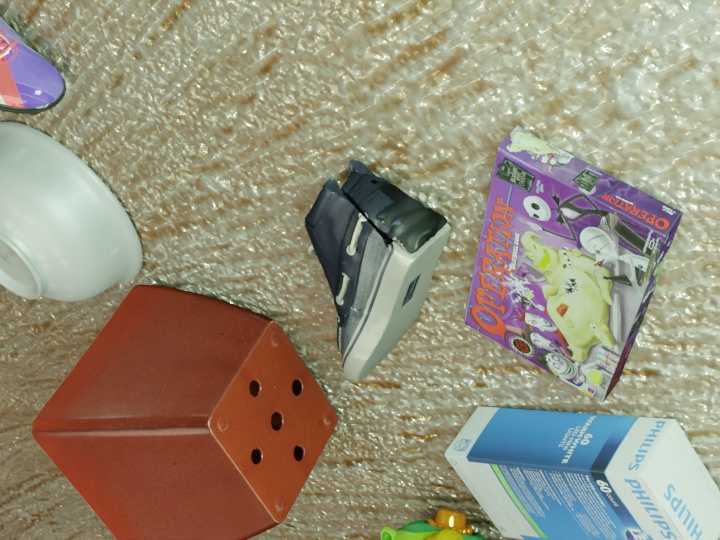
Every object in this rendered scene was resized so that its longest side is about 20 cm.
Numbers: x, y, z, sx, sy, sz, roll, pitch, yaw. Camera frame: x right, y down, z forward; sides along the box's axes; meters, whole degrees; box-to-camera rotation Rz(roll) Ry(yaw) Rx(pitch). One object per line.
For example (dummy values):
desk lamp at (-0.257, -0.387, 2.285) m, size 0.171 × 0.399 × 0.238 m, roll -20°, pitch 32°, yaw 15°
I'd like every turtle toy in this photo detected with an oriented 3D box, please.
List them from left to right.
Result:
turtle toy at (0.093, 0.303, 1.263) m, size 0.200 × 0.101 × 0.146 m, roll 44°, pitch 126°, yaw -11°

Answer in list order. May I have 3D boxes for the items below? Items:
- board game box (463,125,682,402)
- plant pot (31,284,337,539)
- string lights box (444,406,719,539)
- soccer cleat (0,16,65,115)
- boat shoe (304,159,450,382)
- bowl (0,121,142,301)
board game box at (0.135, 0.002, 0.899) m, size 0.120 × 0.032 × 0.200 m, roll 33°, pitch 150°, yaw 20°
plant pot at (-0.142, 0.141, 1.245) m, size 0.176 × 0.200 × 0.200 m, roll -6°, pitch 128°, yaw 35°
string lights box at (0.172, 0.164, 1.038) m, size 0.200 × 0.059 × 0.103 m, roll -3°, pitch 130°, yaw 50°
soccer cleat at (-0.329, -0.202, 1.111) m, size 0.200 × 0.068 × 0.073 m, roll 36°, pitch 146°, yaw 12°
boat shoe at (0.000, 0.000, 1.013) m, size 0.093 × 0.075 × 0.200 m, roll 40°, pitch 143°, yaw 14°
bowl at (-0.313, -0.037, 1.284) m, size 0.201 × 0.090 × 0.201 m, roll 28°, pitch 149°, yaw 19°
